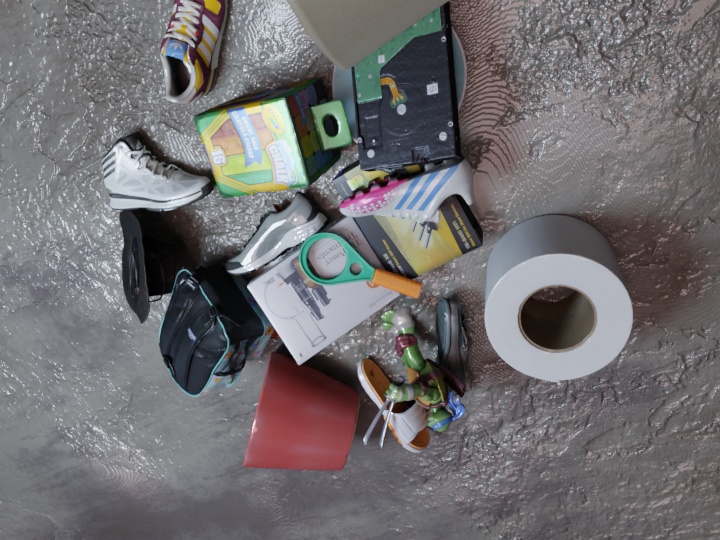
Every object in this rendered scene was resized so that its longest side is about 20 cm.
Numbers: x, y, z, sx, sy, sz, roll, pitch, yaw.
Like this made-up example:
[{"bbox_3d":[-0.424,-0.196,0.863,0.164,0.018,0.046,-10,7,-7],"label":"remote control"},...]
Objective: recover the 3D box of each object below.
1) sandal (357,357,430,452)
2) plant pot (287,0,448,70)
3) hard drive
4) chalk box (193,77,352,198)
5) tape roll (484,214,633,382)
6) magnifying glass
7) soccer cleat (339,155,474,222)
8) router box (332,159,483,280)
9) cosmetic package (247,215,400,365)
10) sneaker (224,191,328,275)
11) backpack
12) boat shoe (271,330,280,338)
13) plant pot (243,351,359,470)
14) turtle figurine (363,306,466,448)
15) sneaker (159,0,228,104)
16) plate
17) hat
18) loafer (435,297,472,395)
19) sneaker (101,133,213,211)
[{"bbox_3d":[0.072,0.237,1.068,0.059,0.079,0.208,-29,105,32],"label":"sandal"},{"bbox_3d":[-0.019,-0.385,0.688,0.197,0.177,0.203,-26,87,24],"label":"plant pot"},{"bbox_3d":[0.057,-0.241,0.789,0.137,0.038,0.205,-5,93,25],"label":"hard drive"},{"bbox_3d":[-0.110,-0.192,0.856,0.196,0.124,0.127,-5,116,26],"label":"chalk box"},{"bbox_3d":[0.284,0.037,0.881,0.198,0.140,0.207,6,118,11],"label":"tape roll"},{"bbox_3d":[0.000,0.000,0.922,0.196,0.022,0.081,19,92,-8],"label":"magnifying glass"},{"bbox_3d":[0.066,-0.096,0.844,0.197,0.070,0.088,-18,106,20],"label":"soccer cleat"},{"bbox_3d":[0.074,-0.097,0.915,0.155,0.052,0.202,-26,107,24],"label":"router box"},{"bbox_3d":[-0.058,0.029,0.955,0.198,0.052,0.152,-34,99,-1],"label":"cosmetic package"},{"bbox_3d":[-0.147,-0.058,0.986,0.198,0.074,0.080,-31,97,19],"label":"sneaker"},{"bbox_3d":[-0.254,0.108,1.029,0.176,0.152,0.201,47,118,22],"label":"backpack"},{"bbox_3d":[-0.109,0.086,1.048,0.196,0.063,0.072,-15,114,22],"label":"boat shoe"},{"bbox_3d":[-0.102,0.266,1.075,0.174,0.202,0.203,15,120,-7],"label":"plant pot"},{"bbox_3d":[0.056,0.174,0.963,0.198,0.143,0.198,-26,67,28],"label":"turtle figurine"},{"bbox_3d":[-0.240,-0.337,0.849,0.073,0.090,0.203,14,119,6],"label":"sneaker"},{"bbox_3d":[0.053,-0.260,0.826,0.196,0.025,0.205,4,99,24],"label":"plate"},{"bbox_3d":[-0.357,-0.012,1.029,0.080,0.201,0.204,-8,124,-31],"label":"hat"},{"bbox_3d":[0.161,0.128,1.009,0.061,0.072,0.203,-6,123,-5],"label":"loafer"},{"bbox_3d":[-0.339,-0.163,0.970,0.196,0.076,0.117,-1,118,17],"label":"sneaker"}]
